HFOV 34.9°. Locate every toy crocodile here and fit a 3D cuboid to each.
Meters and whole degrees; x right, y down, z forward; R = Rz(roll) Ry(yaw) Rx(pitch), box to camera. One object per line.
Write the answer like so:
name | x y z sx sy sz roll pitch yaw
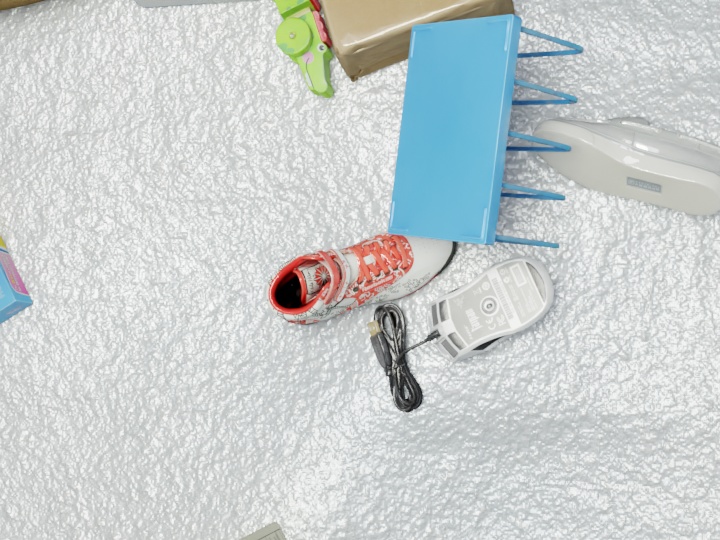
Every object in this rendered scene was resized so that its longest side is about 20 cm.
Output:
toy crocodile | -0.067 -0.278 1.209 0.061 0.067 0.203 -21 81 9

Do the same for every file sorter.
file sorter | 0.125 -0.125 1.096 0.138 0.121 0.204 9 91 52

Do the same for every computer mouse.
computer mouse | 0.106 0.055 1.156 0.198 0.044 0.111 -26 75 14

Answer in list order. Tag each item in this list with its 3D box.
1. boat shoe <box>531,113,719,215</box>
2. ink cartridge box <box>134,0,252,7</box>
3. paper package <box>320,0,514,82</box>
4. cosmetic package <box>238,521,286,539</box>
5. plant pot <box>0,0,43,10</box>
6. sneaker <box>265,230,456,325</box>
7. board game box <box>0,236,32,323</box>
boat shoe | 0.269 -0.119 1.127 0.197 0.072 0.069 17 60 24
ink cartridge box | -0.183 -0.397 1.237 0.143 0.086 0.204 -1 86 12
paper package | 0.043 -0.328 1.173 0.187 0.103 0.204 -17 81 9
cosmetic package | -0.118 0.316 1.097 0.086 0.200 0.105 -29 79 7
plant pot | -0.355 -0.369 1.233 0.196 0.186 0.190 1 85 3
sneaker | 0.000 0.001 1.148 0.198 0.108 0.068 -22 81 9
board game box | -0.477 -0.014 1.287 0.152 0.040 0.202 -31 79 8
